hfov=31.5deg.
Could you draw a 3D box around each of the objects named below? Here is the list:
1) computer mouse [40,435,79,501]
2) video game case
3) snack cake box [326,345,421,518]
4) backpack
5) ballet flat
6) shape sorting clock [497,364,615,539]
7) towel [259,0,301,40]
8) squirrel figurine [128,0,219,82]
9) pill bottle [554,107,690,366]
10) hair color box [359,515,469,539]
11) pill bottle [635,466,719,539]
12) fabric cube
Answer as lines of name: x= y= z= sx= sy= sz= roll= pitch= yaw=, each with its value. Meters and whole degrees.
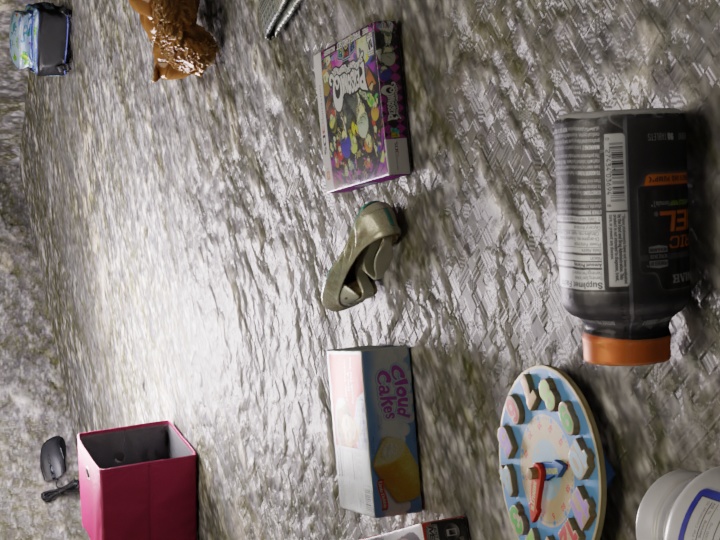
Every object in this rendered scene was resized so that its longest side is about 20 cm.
computer mouse: x=-0.828 y=0.530 z=3.526 sx=0.046 sy=0.139 sz=0.202 roll=58 pitch=-161 yaw=-50
video game case: x=-0.001 y=-0.196 z=1.571 sx=0.200 sy=0.035 sz=0.184 roll=174 pitch=90 yaw=-67
snack cake box: x=0.016 y=0.195 z=1.568 sx=0.115 sy=0.066 sz=0.203 roll=172 pitch=93 yaw=-68
backpack: x=-0.829 y=-0.601 z=3.285 sx=0.200 sy=0.145 sz=0.185 roll=-143 pitch=54 yaw=-63
ballet flat: x=0.000 y=0.000 z=1.575 sx=0.063 sy=0.067 sz=0.201 roll=58 pitch=146 yaw=30
shape sorting clock: x=0.178 y=0.192 z=1.224 sx=0.200 sy=0.039 sz=0.203 roll=175 pitch=90 yaw=-66
towel: x=-0.110 y=-0.456 z=1.795 sx=0.200 sy=0.034 sz=0.195 roll=135 pitch=130 yaw=-63
squirrel figurine: x=-0.318 y=-0.399 z=2.156 sx=0.200 sy=0.140 sz=0.188 roll=-123 pitch=29 yaw=-52
pill bottle: x=0.211 y=-0.026 z=1.025 sx=0.106 sy=0.105 sz=0.203 roll=-173 pitch=79 yaw=-66
hair color box: x=0.064 y=0.352 z=1.492 sx=0.200 sy=0.061 sz=0.103 roll=141 pitch=122 yaw=-62
pill bottle: x=0.284 y=0.199 z=0.890 sx=0.200 sy=0.111 sz=0.114 roll=-174 pitch=80 yaw=-67
fabric cube: x=-0.439 y=0.432 z=2.503 sx=0.196 sy=0.198 sz=0.202 roll=-149 pitch=57 yaw=-60
